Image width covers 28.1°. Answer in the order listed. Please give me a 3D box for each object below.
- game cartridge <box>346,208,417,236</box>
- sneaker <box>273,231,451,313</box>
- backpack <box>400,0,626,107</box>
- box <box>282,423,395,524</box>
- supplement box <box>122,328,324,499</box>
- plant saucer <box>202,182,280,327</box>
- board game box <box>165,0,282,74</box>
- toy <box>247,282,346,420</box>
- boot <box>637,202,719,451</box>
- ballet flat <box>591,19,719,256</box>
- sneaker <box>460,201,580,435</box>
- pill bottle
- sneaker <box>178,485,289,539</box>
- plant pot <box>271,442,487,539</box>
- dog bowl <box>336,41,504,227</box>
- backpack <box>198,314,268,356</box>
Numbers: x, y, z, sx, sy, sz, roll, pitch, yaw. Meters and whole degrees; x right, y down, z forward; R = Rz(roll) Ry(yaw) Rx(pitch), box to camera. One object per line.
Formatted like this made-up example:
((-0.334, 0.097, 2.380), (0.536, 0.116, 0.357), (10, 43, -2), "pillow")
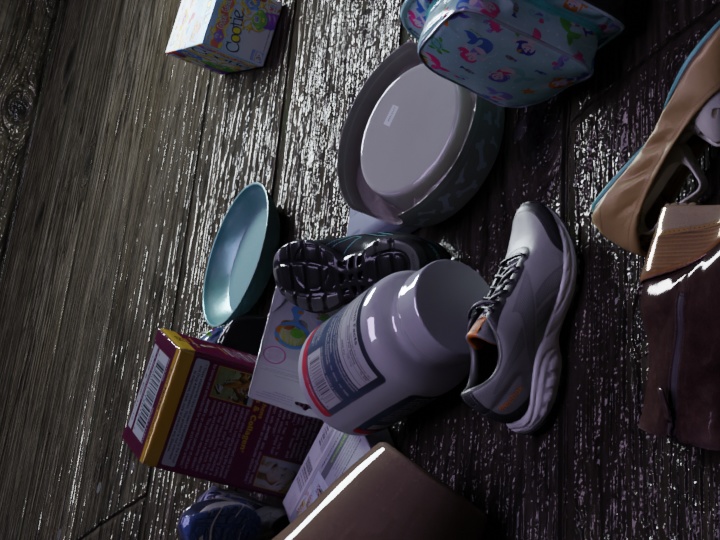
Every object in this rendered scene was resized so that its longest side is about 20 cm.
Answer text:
((0.039, -0.125, 1.572), (0.133, 0.041, 0.201), (-28, 49, 53), "game cartridge")
((0.000, 0.000, 1.441), (0.199, 0.079, 0.076), (-1, 99, 38), "sneaker")
((0.130, -0.236, 1.278), (0.200, 0.177, 0.152), (-12, 57, 68), "backpack")
((-0.012, 0.234, 1.414), (0.157, 0.041, 0.200), (-63, 24, 20), "box")
((-0.134, 0.155, 1.539), (0.103, 0.199, 0.132), (26, 96, 67), "supplement box")
((-0.153, -0.017, 1.911), (0.200, 0.036, 0.201), (-47, 33, 44), "plant saucer")
((-0.211, -0.371, 2.211), (0.200, 0.102, 0.106), (10, 82, 67), "board game box")
((-0.045, 0.081, 1.472), (0.047, 0.114, 0.201), (111, 173, -46), "toy")
((0.259, 0.038, 0.960), (0.200, 0.072, 0.168), (1, 86, 64), "boot")
((0.249, -0.095, 1.077), (0.063, 0.068, 0.201), (50, 126, 31), "ballet flat")
((0.130, 0.031, 1.203), (0.074, 0.079, 0.202), (-31, 45, 59), "sneaker")
((0.037, 0.069, 1.329), (0.200, 0.119, 0.120), (-37, 41, 52), "pill bottle")
((-0.144, 0.263, 1.483), (0.085, 0.200, 0.077), (23, 87, 25), "sneaker")
((0.013, 0.244, 1.201), (0.175, 0.200, 0.200), (-55, 23, -4), "plant pot")
((0.063, -0.135, 1.446), (0.199, 0.058, 0.201), (-28, 51, 39), "dog bowl")
((-0.175, 0.162, 1.728), (0.200, 0.153, 0.164), (124, 148, -59), "backpack")
